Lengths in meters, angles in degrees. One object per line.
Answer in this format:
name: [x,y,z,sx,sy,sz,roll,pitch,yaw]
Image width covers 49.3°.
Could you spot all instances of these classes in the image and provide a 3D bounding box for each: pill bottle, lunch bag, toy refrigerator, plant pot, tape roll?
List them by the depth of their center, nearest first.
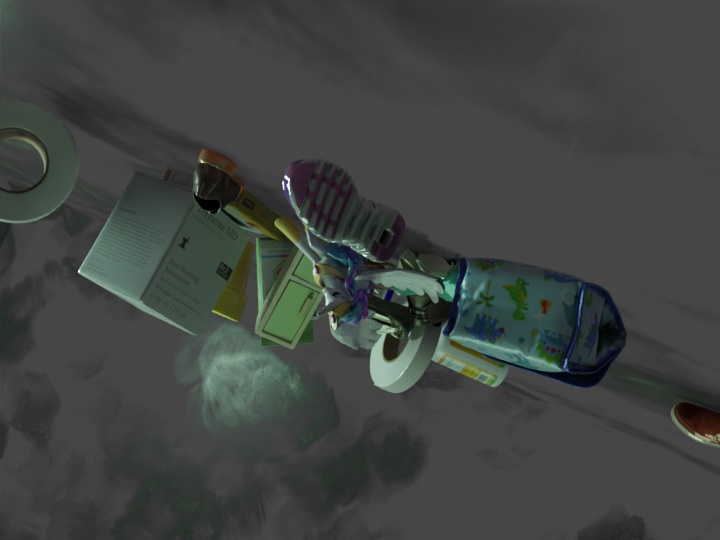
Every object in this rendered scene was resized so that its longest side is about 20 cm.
lunch bag: [0.223,0.064,0.973,0.169,0.129,0.199,15,-178,34]
toy refrigerator: [-0.102,0.028,1.319,0.075,0.201,0.070,25,-158,-13]
tape roll: [-0.595,-0.184,1.354,0.201,0.205,0.139,26,171,-23]
tape roll: [0.084,0.131,1.485,0.037,0.205,0.202,26,172,-21]
pill bottle: [0.201,0.144,1.568,0.198,0.112,0.111,24,172,-3]
plant pot: [-0.352,0.001,1.924,0.199,0.191,0.201,23,172,3]

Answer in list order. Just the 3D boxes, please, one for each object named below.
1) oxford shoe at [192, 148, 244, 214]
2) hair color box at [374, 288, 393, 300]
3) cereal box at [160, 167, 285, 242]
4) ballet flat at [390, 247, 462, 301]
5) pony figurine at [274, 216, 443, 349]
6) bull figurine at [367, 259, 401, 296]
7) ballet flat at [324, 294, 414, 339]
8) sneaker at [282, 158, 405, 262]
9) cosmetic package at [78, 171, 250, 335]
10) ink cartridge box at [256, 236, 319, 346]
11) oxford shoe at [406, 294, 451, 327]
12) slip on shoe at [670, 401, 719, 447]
oxford shoe: [-0.220,-0.120,1.160,0.071,0.074,0.200,22,172,0]
hair color box: [-0.039,0.014,1.574,0.199,0.065,0.109,18,171,41]
cereal box: [-0.235,-0.115,1.364,0.199,0.040,0.144,18,169,36]
ballet flat: [0.096,-0.001,1.135,0.199,0.067,0.071,11,142,57]
pony figurine: [-0.012,0.012,1.065,0.192,0.167,0.201,16,-142,-44]
bull figurine: [0.000,0.000,1.367,0.120,0.066,0.200,19,178,-16]
ballet flat: [0.004,0.071,1.437,0.198,0.064,0.068,19,142,17]
sneaker: [-0.033,-0.074,0.942,0.088,0.081,0.200,26,177,41]
cosmetic package: [-0.326,-0.029,1.327,0.164,0.202,0.165,19,167,32]
ink cartridge box: [-0.131,0.041,1.417,0.103,0.203,0.059,-3,-173,-15]
oxford shoe: [0.111,0.051,1.320,0.072,0.085,0.200,20,170,33]
slip on shoe: [0.656,0.283,1.400,0.199,0.074,0.062,25,140,33]
